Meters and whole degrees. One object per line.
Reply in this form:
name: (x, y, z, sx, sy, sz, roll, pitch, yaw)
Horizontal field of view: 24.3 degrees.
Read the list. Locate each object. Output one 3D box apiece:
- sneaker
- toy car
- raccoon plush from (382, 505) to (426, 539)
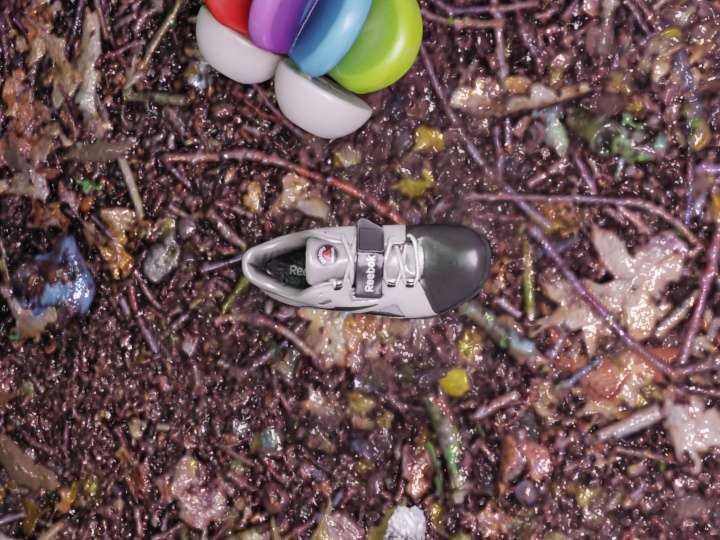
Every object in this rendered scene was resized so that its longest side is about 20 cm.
sneaker: (0.000, 0.000, 1.280, 0.198, 0.088, 0.075, -6, 83, 25)
toy car: (-0.048, -0.213, 1.281, 0.199, 0.150, 0.176, 36, 102, 24)
raccoon plush: (0.053, 0.289, 1.235, 0.133, 0.097, 0.203, 16, 94, 18)
